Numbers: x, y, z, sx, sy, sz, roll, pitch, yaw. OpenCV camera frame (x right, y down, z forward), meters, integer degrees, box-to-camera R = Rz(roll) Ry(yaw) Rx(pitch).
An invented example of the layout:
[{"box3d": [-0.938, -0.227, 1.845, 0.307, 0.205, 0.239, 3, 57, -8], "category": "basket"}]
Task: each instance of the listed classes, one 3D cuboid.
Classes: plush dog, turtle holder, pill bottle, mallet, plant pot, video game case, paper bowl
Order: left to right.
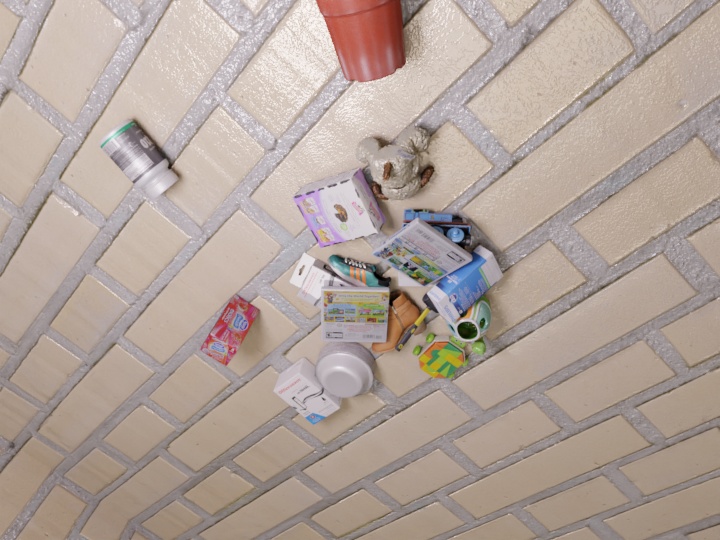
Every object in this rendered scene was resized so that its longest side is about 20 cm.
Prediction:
[{"box3d": [-0.604, -0.302, 1.461, 0.112, 0.113, 0.201, -28, 113, 25], "category": "pill bottle"}, {"box3d": [-0.054, 0.339, 1.758, 0.198, 0.105, 0.203, 5, 124, 8], "category": "paper bowl"}, {"box3d": [-0.017, 0.131, 1.568, 0.197, 0.023, 0.184, 1, 118, -1], "category": "video game case"}, {"box3d": [0.010, -0.533, 1.157, 0.198, 0.202, 0.197, -5, 129, 14], "category": "plant pot"}, {"box3d": [0.096, -0.246, 1.352, 0.198, 0.162, 0.172, -11, 146, 20], "category": "plush dog"}, {"box3d": [0.163, 0.149, 1.576, 0.200, 0.041, 0.066, -45, 107, -8], "category": "mallet"}, {"box3d": [0.160, -0.041, 1.398, 0.199, 0.022, 0.182, 31, 138, -26], "category": "video game case"}, {"box3d": [0.309, 0.151, 1.550, 0.139, 0.132, 0.187, 8, 123, 6], "category": "turtle holder"}]

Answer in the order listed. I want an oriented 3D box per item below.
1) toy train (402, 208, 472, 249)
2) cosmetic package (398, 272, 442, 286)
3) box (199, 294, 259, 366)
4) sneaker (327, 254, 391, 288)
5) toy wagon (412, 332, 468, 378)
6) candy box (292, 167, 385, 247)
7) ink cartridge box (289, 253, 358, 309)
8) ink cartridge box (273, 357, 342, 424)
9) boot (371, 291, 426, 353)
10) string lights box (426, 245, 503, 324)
[{"box3d": [0.199, -0.104, 1.421, 0.197, 0.115, 0.087, 2, 142, 9], "category": "toy train"}, {"box3d": [0.207, -0.001, 1.524, 0.197, 0.051, 0.083, 1, 124, 10], "category": "cosmetic package"}, {"box3d": [-0.408, 0.184, 1.674, 0.099, 0.201, 0.096, 34, 124, -11], "category": "box"}, {"box3d": [0.000, 0.000, 1.562, 0.199, 0.071, 0.080, 33, 108, -8], "category": "sneaker"}, {"box3d": [0.267, 0.259, 1.682, 0.154, 0.040, 0.200, 34, 122, -11], "category": "toy wagon"}, {"box3d": [-0.056, -0.166, 1.437, 0.198, 0.072, 0.169, -11, 120, 33], "category": "candy box"}, {"box3d": [-0.111, 0.048, 1.593, 0.199, 0.068, 0.117, 28, 109, -4], "category": "ink cartridge box"}, {"box3d": [-0.180, 0.419, 1.845, 0.200, 0.085, 0.146, 43, 119, -16], "category": "ink cartridge box"}, {"box3d": [0.088, 0.160, 1.626, 0.199, 0.077, 0.156, -27, 119, 19], "category": "boot"}, {"box3d": [0.288, 0.039, 1.455, 0.200, 0.059, 0.103, -41, 129, -5], "category": "string lights box"}]
